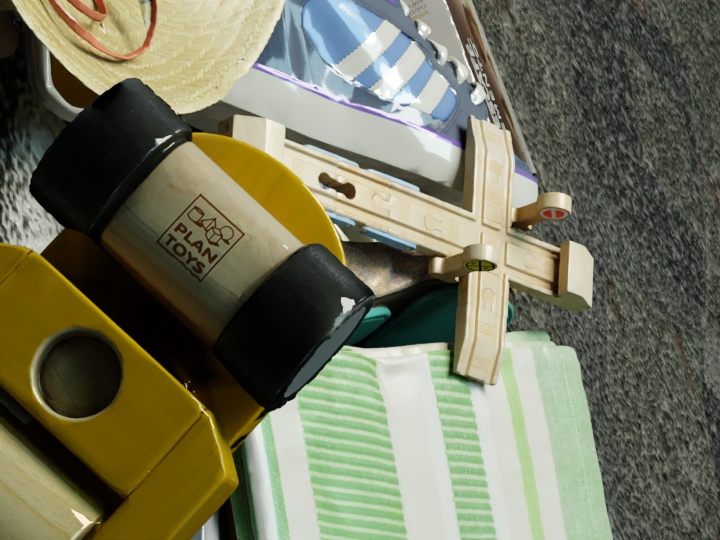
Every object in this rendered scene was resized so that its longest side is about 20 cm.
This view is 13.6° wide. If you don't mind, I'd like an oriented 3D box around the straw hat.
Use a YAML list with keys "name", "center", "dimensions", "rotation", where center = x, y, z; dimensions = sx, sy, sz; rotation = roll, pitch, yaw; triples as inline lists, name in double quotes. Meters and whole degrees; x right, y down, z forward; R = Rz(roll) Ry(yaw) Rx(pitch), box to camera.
- name: "straw hat"
  center: [-0.117, -0.144, 1.139]
  dimensions: [0.201, 0.085, 0.202]
  rotation: [24, 59, -47]

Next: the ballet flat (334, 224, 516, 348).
- name: "ballet flat"
  center: [0.000, 0.000, 1.268]
  dimensions: [0.200, 0.068, 0.067]
  rotation: [0, 59, -59]

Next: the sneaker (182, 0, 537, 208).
- name: "sneaker"
  center: [0.008, -0.112, 1.300]
  dimensions: [0.200, 0.080, 0.147]
  rotation: [21, 75, -30]

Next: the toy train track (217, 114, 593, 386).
- name: "toy train track"
  center: [0.028, -0.024, 1.224]
  dimensions: [0.200, 0.032, 0.115]
  rotation: [20, 64, -36]

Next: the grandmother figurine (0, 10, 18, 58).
- name: "grandmother figurine"
  center: [-0.168, -0.139, 1.203]
  dimensions: [0.122, 0.060, 0.200]
  rotation: [85, 4, -46]

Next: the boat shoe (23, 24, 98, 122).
- name: "boat shoe"
  center: [-0.105, -0.158, 1.224]
  dimensions: [0.070, 0.071, 0.201]
  rotation: [-124, -137, -80]

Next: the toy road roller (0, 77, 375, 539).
- name: "toy road roller"
  center: [-0.089, 0.041, 1.084]
  dimensions: [0.123, 0.200, 0.146]
  rotation: [41, -7, 8]

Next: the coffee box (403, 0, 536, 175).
- name: "coffee box"
  center: [0.013, -0.126, 1.516]
  dimensions: [0.113, 0.080, 0.201]
  rotation: [-8, 78, -80]

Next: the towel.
- name: "towel"
  center: [0.028, 0.102, 1.223]
  dimensions: [0.200, 0.023, 0.153]
  rotation: [-1, 78, -44]

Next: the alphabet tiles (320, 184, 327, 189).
- name: "alphabet tiles"
  center: [-0.016, -0.018, 1.402]
  dimensions: [0.166, 0.006, 0.200]
  rotation: [44, 16, -48]

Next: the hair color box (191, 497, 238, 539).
- name: "hair color box"
  center: [-0.062, 0.077, 1.241]
  dimensions: [0.099, 0.060, 0.201]
  rotation: [46, 33, -44]
